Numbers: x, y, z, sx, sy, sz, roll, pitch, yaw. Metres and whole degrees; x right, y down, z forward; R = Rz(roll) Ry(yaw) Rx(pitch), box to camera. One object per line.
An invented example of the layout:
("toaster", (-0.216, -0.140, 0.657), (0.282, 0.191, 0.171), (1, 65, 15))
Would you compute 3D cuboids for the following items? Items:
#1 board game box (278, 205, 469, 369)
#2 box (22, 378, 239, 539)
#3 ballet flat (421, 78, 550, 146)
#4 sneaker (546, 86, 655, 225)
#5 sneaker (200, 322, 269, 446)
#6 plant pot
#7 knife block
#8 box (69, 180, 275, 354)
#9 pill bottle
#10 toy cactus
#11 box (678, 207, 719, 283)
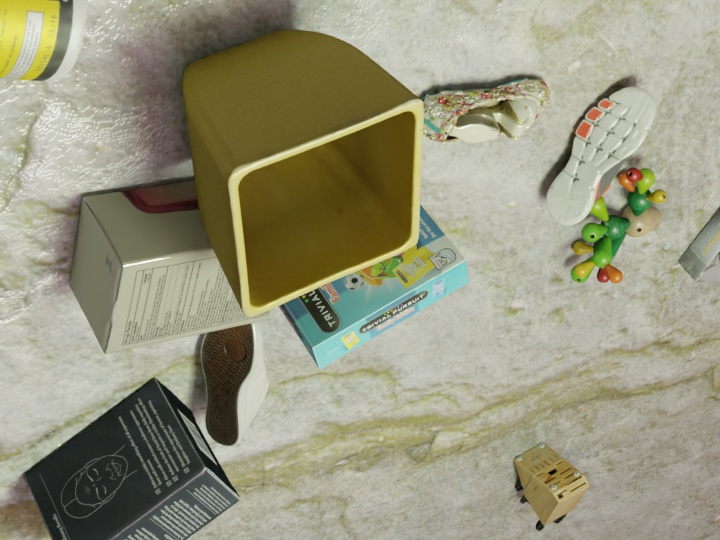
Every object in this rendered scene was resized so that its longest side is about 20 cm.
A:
("board game box", (0.000, 0.000, 1.481), (0.199, 0.151, 0.047), (-30, 144, -11))
("box", (-0.271, 0.257, 1.541), (0.199, 0.149, 0.107), (-35, 145, -2))
("ballet flat", (0.149, -0.173, 1.491), (0.199, 0.064, 0.076), (-14, 138, -31))
("sneaker", (0.308, -0.152, 1.666), (0.201, 0.077, 0.082), (-55, 168, 25))
("sneaker", (-0.146, 0.111, 1.573), (0.085, 0.072, 0.201), (-48, 155, -52))
("plant pot", (-0.073, -0.118, 1.244), (0.194, 0.200, 0.195), (-22, 143, -18))
("knife block", (0.328, 0.391, 2.193), (0.064, 0.200, 0.177), (-27, 114, -13))
("box", (-0.185, -0.011, 1.346), (0.199, 0.109, 0.128), (-10, 138, -32))
("pill bottle", (-0.323, -0.207, 1.002), (0.199, 0.115, 0.115), (-4, 133, -39))
("toy cactus", (0.369, -0.062, 1.796), (0.164, 0.102, 0.201), (-13, 131, -45))
("box", (0.610, -0.051, 2.039), (0.199, 0.048, 0.159), (5, 126, -44))
